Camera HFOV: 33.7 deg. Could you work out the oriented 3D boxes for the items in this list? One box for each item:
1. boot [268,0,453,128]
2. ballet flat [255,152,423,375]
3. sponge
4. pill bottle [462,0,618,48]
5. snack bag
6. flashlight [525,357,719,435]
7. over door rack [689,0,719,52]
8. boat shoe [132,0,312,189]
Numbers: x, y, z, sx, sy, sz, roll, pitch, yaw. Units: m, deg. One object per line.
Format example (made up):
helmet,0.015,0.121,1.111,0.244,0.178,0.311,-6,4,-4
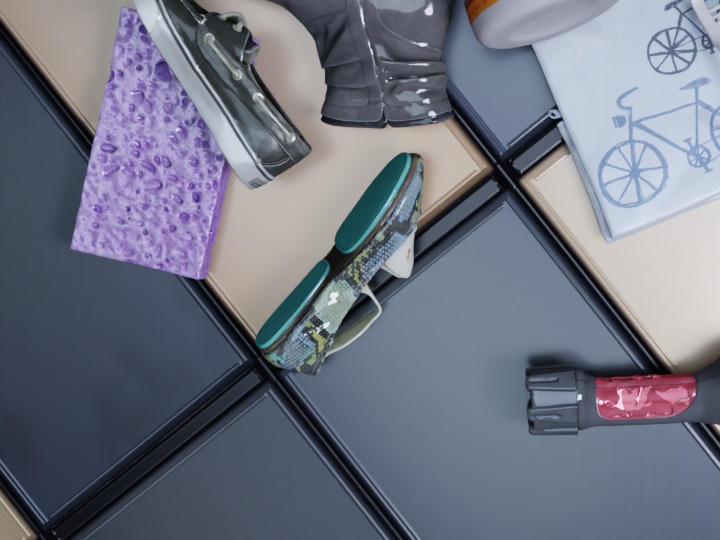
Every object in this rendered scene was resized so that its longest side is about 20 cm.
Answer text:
boot,-0.025,-0.174,0.911,0.199,0.070,0.132,10,111,19
ballet flat,0.000,0.000,0.931,0.074,0.074,0.200,40,102,3
sponge,-0.157,-0.100,0.955,0.111,0.030,0.201,15,97,6
pill bottle,0.106,-0.270,0.849,0.113,0.113,0.201,-19,85,10
snack bag,0.233,-0.146,0.896,0.188,0.021,0.201,-24,89,10
flashlight,0.225,0.091,0.897,0.199,0.068,0.068,-3,97,8
over door rack,0.342,-0.144,0.838,0.147,0.067,0.201,-25,89,-2
boat shoe,-0.106,-0.161,0.895,0.064,0.071,0.200,-30,98,10
